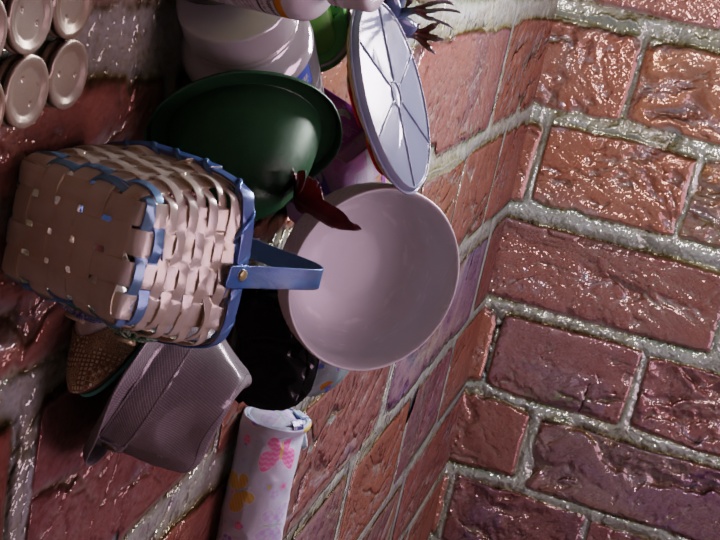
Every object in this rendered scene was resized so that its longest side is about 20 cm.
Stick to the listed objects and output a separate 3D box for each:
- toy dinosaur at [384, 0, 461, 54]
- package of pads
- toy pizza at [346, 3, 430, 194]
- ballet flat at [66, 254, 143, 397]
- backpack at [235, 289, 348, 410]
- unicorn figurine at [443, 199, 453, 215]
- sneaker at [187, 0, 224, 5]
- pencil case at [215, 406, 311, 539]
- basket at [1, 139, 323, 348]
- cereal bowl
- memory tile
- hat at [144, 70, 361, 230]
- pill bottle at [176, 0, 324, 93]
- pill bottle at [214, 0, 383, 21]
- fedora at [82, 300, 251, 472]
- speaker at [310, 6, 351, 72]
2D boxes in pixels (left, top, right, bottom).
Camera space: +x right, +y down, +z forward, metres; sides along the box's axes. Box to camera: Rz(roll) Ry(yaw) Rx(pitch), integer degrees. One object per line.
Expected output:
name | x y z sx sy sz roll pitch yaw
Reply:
toy dinosaur | 0.033 -0.279 1.216 0.105 0.200 0.181 65 19 14
package of pads | -0.031 -0.104 1.282 0.076 0.120 0.200 -44 154 -23
toy pizza | 0.023 -0.172 1.153 0.200 0.032 0.201 -11 90 -69
ballet flat | -0.193 0.017 0.950 0.065 0.070 0.200 64 33 -28
backpack | -0.058 0.059 1.337 0.200 0.126 0.167 -44 149 -54
unicorn figurine | 0.034 -0.014 1.598 0.074 0.137 0.200 79 30 -60
sneaker | -0.106 -0.306 0.902 0.116 0.075 0.200 80 18 -50
pencil case | -0.120 0.263 1.420 0.091 0.083 0.200 -1 109 -52
basket | -0.146 -0.021 0.843 0.200 0.176 0.139 -6 111 -55
cereal bowl | 0.000 0.000 1.216 0.083 0.200 0.201 33 -67 59
memory tile | -0.223 -0.152 0.711 0.200 0.017 0.154 -49 152 -61
hat | -0.086 -0.045 0.920 0.200 0.165 0.176 82 -1 -61
pill bottle | -0.091 -0.169 1.000 0.200 0.114 0.114 79 31 -61
pill bottle | -0.077 -0.237 0.799 0.109 0.200 0.110 16 90 -76
fedora | -0.151 0.104 0.974 0.177 0.090 0.200 -59 -175 -37
speaker | -0.058 -0.267 1.074 0.200 0.088 0.089 72 37 -66
